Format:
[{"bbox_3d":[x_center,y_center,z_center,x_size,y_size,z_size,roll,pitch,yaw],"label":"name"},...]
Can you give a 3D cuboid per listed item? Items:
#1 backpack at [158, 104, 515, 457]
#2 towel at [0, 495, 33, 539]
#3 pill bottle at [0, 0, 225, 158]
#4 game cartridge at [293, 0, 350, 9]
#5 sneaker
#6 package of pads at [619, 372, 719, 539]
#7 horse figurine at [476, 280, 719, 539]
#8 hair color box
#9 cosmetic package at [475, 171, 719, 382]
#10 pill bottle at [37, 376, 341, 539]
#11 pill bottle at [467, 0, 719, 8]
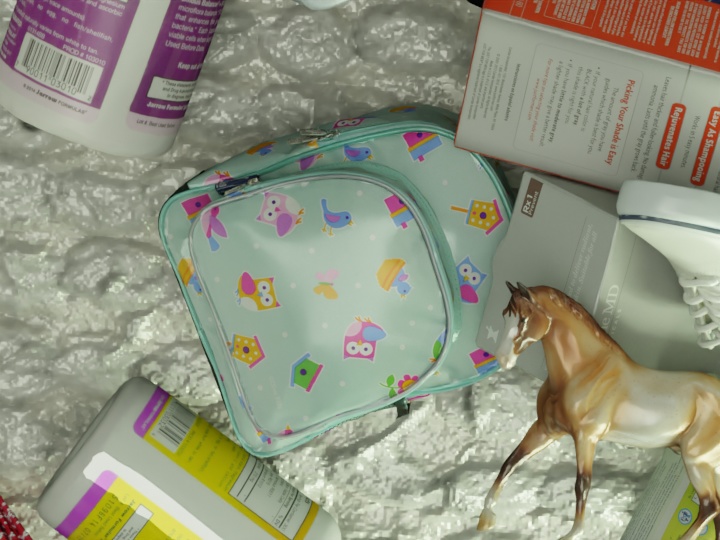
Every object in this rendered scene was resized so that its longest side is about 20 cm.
[{"bbox_3d":[0.000,0.000,1.660,0.200,0.153,0.176,-20,95,-1],"label":"backpack"},{"bbox_3d":[-0.223,0.226,1.713,0.022,0.200,0.145,21,106,-41],"label":"towel"},{"bbox_3d":[-0.127,-0.174,1.647,0.112,0.112,0.200,21,103,-1],"label":"pill bottle"},{"bbox_3d":[0.016,-0.206,1.581,0.200,0.133,0.041,-32,123,-25],"label":"game cartridge"},{"bbox_3d":[0.200,0.008,1.543,0.073,0.200,0.071,8,78,44],"label":"sneaker"},{"bbox_3d":[0.237,0.148,1.664,0.200,0.068,0.155,12,108,-44],"label":"package of pads"},{"bbox_3d":[0.150,0.092,1.537,0.200,0.050,0.133,15,88,-11],"label":"horse figurine"},{"bbox_3d":[0.158,-0.094,1.570,0.200,0.061,0.102,17,134,5],"label":"hair color box"},{"bbox_3d":[0.170,0.010,1.631,0.090,0.200,0.107,28,110,43],"label":"cosmetic package"},{"bbox_3d":[-0.084,0.159,1.719,0.200,0.104,0.104,37,102,-5],"label":"pill bottle"},{"bbox_3d":[0.166,-0.151,1.635,0.200,0.112,0.112,22,102,-2],"label":"pill bottle"}]
